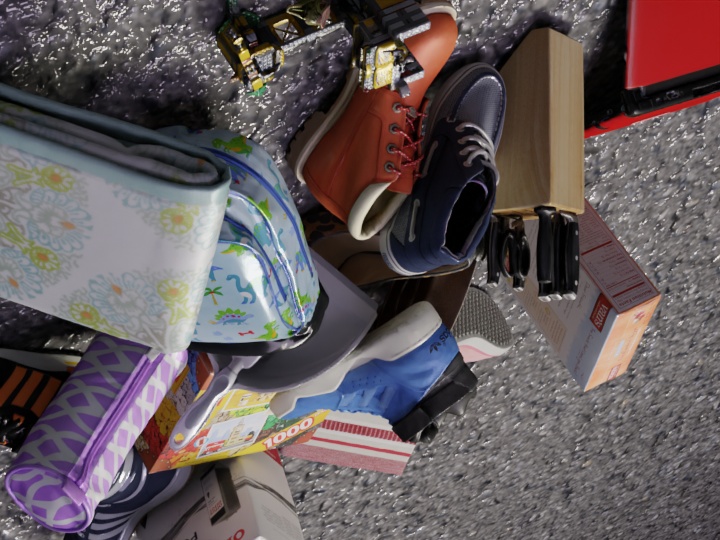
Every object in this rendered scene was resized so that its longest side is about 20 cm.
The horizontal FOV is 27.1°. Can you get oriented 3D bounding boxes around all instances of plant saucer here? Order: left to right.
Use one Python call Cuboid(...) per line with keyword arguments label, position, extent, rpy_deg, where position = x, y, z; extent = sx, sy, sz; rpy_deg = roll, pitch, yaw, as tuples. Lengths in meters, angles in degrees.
Cuboid(label="plant saucer", position=(0.055, 0.028, 1.411), extent=(0.032, 0.201, 0.201), rpy_deg=(23, 128, -12))

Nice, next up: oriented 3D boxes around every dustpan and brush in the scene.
Cuboid(label="dustpan and brush", position=(-0.096, 0.070, 1.274), extent=(0.201, 0.139, 0.057), rpy_deg=(-52, 176, 9))

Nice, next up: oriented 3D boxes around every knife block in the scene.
Cuboid(label="knife block", position=(0.162, -0.082, 1.303), extent=(0.064, 0.176, 0.201), rpy_deg=(8, 125, -53))

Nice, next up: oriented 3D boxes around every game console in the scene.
Cuboid(label="game console", position=(0.297, -0.216, 1.426), extent=(0.198, 0.120, 0.172), rpy_deg=(-17, 179, -28))

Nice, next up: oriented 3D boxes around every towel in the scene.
Cuboid(label="towel", position=(-0.195, -0.036, 1.023), extent=(0.198, 0.048, 0.172), rpy_deg=(19, 137, -1))
Cuboid(label="towel", position=(-0.003, 0.155, 1.593), extent=(0.142, 0.023, 0.201), rpy_deg=(10, 145, -7))

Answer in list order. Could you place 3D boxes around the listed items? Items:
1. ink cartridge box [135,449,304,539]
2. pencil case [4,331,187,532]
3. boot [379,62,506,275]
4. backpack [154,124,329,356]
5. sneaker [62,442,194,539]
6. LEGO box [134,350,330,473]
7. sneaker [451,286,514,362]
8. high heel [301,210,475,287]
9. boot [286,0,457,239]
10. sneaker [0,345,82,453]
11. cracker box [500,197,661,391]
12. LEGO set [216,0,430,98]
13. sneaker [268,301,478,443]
Cuboid(label="ink cartridge box", position=(-0.142, 0.255, 1.475), extent=(0.146, 0.201, 0.083), rpy_deg=(-40, 124, 11))
Cuboid(label="pencil case", position=(-0.208, 0.117, 1.216), extent=(0.085, 0.201, 0.084), rpy_deg=(-14, 126, 38))
Cuboid(label="boot", position=(0.090, -0.087, 1.230), extent=(0.072, 0.090, 0.202), rpy_deg=(31, 71, -26))
Cuboid(label="backpack", position=(-0.116, -0.020, 1.148), extent=(0.161, 0.155, 0.202), rpy_deg=(5, 129, 9))
Cuboid(label="sneaker", position=(-0.260, 0.223, 1.454), extent=(0.108, 0.071, 0.200), rpy_deg=(13, 132, -46))
Cuboid(label="LEGO box", position=(-0.109, 0.104, 1.420), extent=(0.199, 0.077, 0.149), rpy_deg=(-6, 142, -42))
Cuboid(label="sneaker", position=(0.081, 0.073, 1.594), extent=(0.104, 0.076, 0.199), rpy_deg=(-32, 163, 27))
Cuboid(label="high heel", position=(0.000, 0.000, 1.298), extent=(0.199, 0.142, 0.072), rpy_deg=(-35, 127, -10))
Cuboid(label="boot", position=(0.029, -0.119, 1.193), extent=(0.075, 0.108, 0.201), rpy_deg=(1, 134, -46))
Cuboid(label="sneaker", position=(-0.283, 0.118, 1.237), extent=(0.199, 0.090, 0.070), rpy_deg=(3, 135, -50))
Cuboid(label="cracker box", position=(0.199, -0.002, 1.457), extent=(0.057, 0.201, 0.135), rpy_deg=(-21, 150, -22))
Cuboid(label="LEGO set", position=(-0.020, -0.185, 1.018), extent=(0.152, 0.116, 0.201), rpy_deg=(-20, 149, -26))
Cuboid(label="sneaker", position=(0.014, 0.115, 1.316), extent=(0.199, 0.112, 0.077), rpy_deg=(-30, -170, 31))
